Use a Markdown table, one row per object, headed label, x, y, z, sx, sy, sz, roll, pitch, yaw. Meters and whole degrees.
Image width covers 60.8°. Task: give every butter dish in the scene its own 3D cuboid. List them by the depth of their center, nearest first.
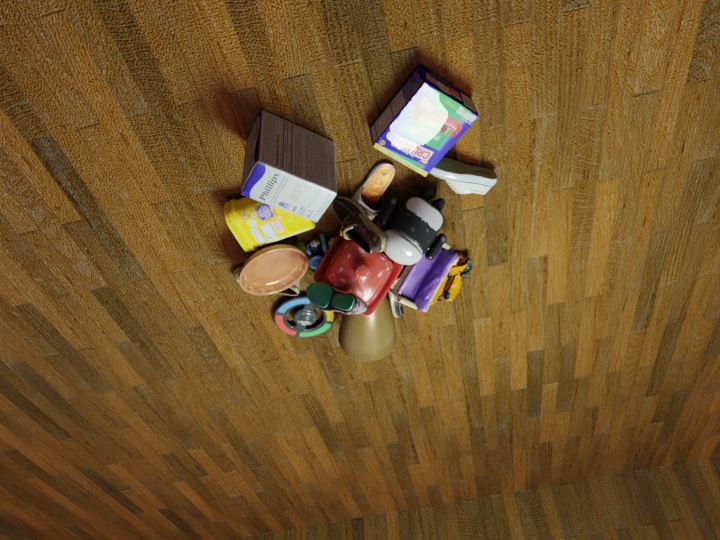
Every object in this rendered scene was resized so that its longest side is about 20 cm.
| label | x | y | z | sx | sy | sz | roll | pitch | yaw |
| --- | --- | --- | --- | --- | --- | --- | --- | --- | --- |
| butter dish | 0.000 | 0.000 | 1.608 | 0.198 | 0.148 | 0.201 | 34 | 92 | -5 |

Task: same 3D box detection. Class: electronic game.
| label | x | y | z | sx | sy | sz | roll | pitch | yaw |
| --- | --- | --- | --- | --- | --- | --- | --- | --- | --- |
| electronic game | -0.175 | 0.145 | 1.931 | 0.195 | 0.042 | 0.202 | -4 | 138 | -3 |

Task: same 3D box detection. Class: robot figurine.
| label | x | y | z | sx | sy | sz | roll | pitch | yaw |
| --- | --- | --- | --- | --- | --- | --- | --- | --- | --- |
| robot figurine | 0.137 | -0.112 | 1.586 | 0.202 | 0.149 | 0.125 | -57 | 150 | -8 |
| robot figurine | 0.253 | 0.025 | 1.830 | 0.142 | 0.059 | 0.202 | -10 | 140 | -21 |

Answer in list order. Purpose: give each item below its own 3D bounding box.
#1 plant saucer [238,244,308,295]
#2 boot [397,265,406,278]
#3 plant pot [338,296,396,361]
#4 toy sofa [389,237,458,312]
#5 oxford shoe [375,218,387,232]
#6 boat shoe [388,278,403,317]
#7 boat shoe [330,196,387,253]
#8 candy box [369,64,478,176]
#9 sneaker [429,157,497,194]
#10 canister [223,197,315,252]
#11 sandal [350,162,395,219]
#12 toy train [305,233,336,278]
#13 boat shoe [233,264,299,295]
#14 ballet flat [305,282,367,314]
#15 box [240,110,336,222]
| label | x | y | z | sx | sy | sz | roll | pitch | yaw |
| --- | --- | --- | --- | --- | --- | --- | --- | --- | --- |
| plant saucer | -0.240 | -0.007 | 1.680 | 0.196 | 0.038 | 0.202 | -19 | 147 | -12 |
| boot | 0.112 | -0.002 | 1.754 | 0.196 | 0.077 | 0.074 | -16 | 157 | -3 |
| plant pot | 0.020 | 0.135 | 1.840 | 0.182 | 0.189 | 0.202 | -4 | 136 | -3 |
| toy sofa | 0.172 | 0.005 | 1.671 | 0.082 | 0.097 | 0.202 | 23 | 102 | -43 |
| oxford shoe | 0.132 | -0.084 | 1.698 | 0.196 | 0.073 | 0.072 | 14 | 132 | -22 |
| boat shoe | 0.118 | 0.067 | 1.863 | 0.063 | 0.073 | 0.203 | -6 | 132 | 7 |
| boat shoe | -0.018 | -0.113 | 1.563 | 0.071 | 0.200 | 0.073 | -24 | 151 | -37 |
| candy box | 0.143 | -0.340 | 1.421 | 0.167 | 0.078 | 0.200 | 22 | 132 | -28 |
| sneaker | 0.251 | -0.229 | 1.556 | 0.196 | 0.074 | 0.072 | 11 | 130 | -19 |
| canister | -0.230 | -0.141 | 1.584 | 0.196 | 0.088 | 0.150 | -17 | 137 | 9 |
| sandal | 0.026 | -0.186 | 1.585 | 0.078 | 0.060 | 0.208 | 13 | 134 | -20 |
| toy train | -0.085 | -0.016 | 1.742 | 0.112 | 0.088 | 0.202 | -16 | 135 | -3 |
| boat shoe | -0.271 | 0.029 | 1.778 | 0.195 | 0.064 | 0.074 | 6 | 137 | -13 |
| ballet flat | -0.060 | 0.080 | 1.585 | 0.198 | 0.070 | 0.071 | 12 | 166 | 45 |
| box | -0.163 | -0.238 | 1.414 | 0.197 | 0.187 | 0.105 | 19 | 134 | -25 |
